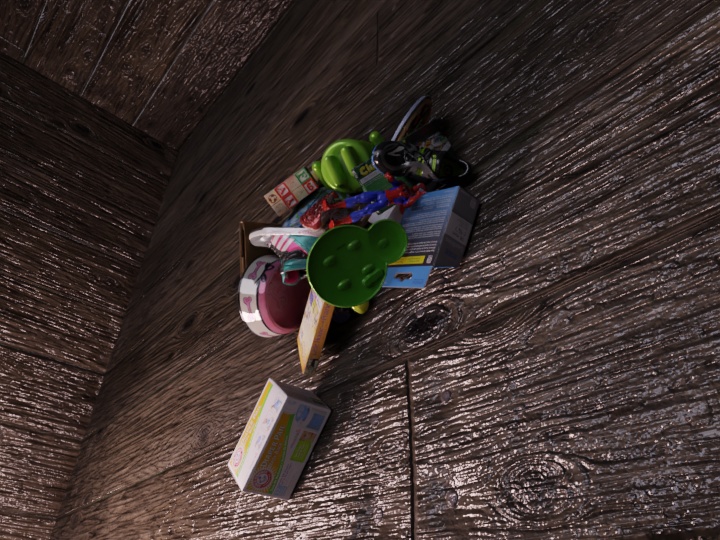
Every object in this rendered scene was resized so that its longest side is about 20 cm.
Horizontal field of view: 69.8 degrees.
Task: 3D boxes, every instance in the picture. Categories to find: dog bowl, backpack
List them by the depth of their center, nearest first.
[{"bbox_3d":[-0.193,0.061,1.226,0.074,0.200,0.201,0,65,34],"label":"dog bowl"},{"bbox_3d":[-0.104,-0.120,1.258,0.163,0.154,0.200,-3,64,57],"label":"backpack"}]

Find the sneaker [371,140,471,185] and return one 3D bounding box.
[{"bbox_3d":[0.117,-0.206,0.970,0.083,0.199,0.071,175,102,-73],"label":"sneaker"}]

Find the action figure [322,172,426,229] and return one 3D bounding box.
[{"bbox_3d":[0.037,-0.137,0.946,0.099,0.200,0.065,129,121,-70],"label":"action figure"}]

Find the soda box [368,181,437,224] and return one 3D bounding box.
[{"bbox_3d":[0.102,-0.167,1.092,0.200,0.064,0.068,-59,32,5],"label":"soda box"}]

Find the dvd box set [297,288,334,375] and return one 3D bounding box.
[{"bbox_3d":[-0.095,0.103,1.118,0.146,0.029,0.200,-116,40,-64],"label":"dvd box set"}]

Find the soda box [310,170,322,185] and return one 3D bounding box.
[{"bbox_3d":[-0.115,-0.188,1.410,0.064,0.068,0.200,-23,49,46],"label":"soda box"}]

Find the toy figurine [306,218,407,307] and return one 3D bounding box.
[{"bbox_3d":[-0.022,-0.035,1.015,0.200,0.150,0.184,-34,15,-6],"label":"toy figurine"}]

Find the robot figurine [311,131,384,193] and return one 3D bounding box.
[{"bbox_3d":[-0.016,-0.232,1.151,0.175,0.116,0.200,-26,4,19],"label":"robot figurine"}]

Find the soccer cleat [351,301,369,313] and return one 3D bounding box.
[{"bbox_3d":[-0.001,-0.001,1.110,0.084,0.065,0.200,-36,40,32],"label":"soccer cleat"}]

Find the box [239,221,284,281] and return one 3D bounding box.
[{"bbox_3d":[-0.218,-0.036,1.278,0.021,0.200,0.164,-3,90,34],"label":"box"}]

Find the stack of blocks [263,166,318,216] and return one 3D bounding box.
[{"bbox_3d":[-0.166,-0.199,1.276,0.115,0.059,0.200,-36,12,4],"label":"stack of blocks"}]

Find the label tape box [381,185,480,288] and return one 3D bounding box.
[{"bbox_3d":[0.125,-0.048,0.966,0.144,0.063,0.200,-1,65,57],"label":"label tape box"}]

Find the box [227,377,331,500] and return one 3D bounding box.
[{"bbox_3d":[-0.165,0.338,1.040,0.101,0.112,0.200,21,85,58],"label":"box"}]

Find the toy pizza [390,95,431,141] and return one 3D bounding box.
[{"bbox_3d":[0.107,-0.283,1.121,0.200,0.032,0.200,-56,-8,-12],"label":"toy pizza"}]

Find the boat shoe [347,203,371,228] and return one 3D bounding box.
[{"bbox_3d":[-0.008,-0.121,1.180,0.200,0.065,0.072,-41,77,1],"label":"boat shoe"}]

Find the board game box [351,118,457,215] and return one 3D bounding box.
[{"bbox_3d":[0.091,-0.205,1.020,0.200,0.105,0.023,-33,11,-10],"label":"board game box"}]

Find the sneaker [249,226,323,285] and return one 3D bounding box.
[{"bbox_3d":[-0.168,-0.029,1.145,0.200,0.084,0.121,2,79,29],"label":"sneaker"}]

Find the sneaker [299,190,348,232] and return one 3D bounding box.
[{"bbox_3d":[-0.060,-0.110,1.057,0.078,0.082,0.200,-37,6,19],"label":"sneaker"}]

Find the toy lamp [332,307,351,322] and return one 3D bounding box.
[{"bbox_3d":[-0.049,0.031,1.166,0.058,0.058,0.200,-41,35,30],"label":"toy lamp"}]
